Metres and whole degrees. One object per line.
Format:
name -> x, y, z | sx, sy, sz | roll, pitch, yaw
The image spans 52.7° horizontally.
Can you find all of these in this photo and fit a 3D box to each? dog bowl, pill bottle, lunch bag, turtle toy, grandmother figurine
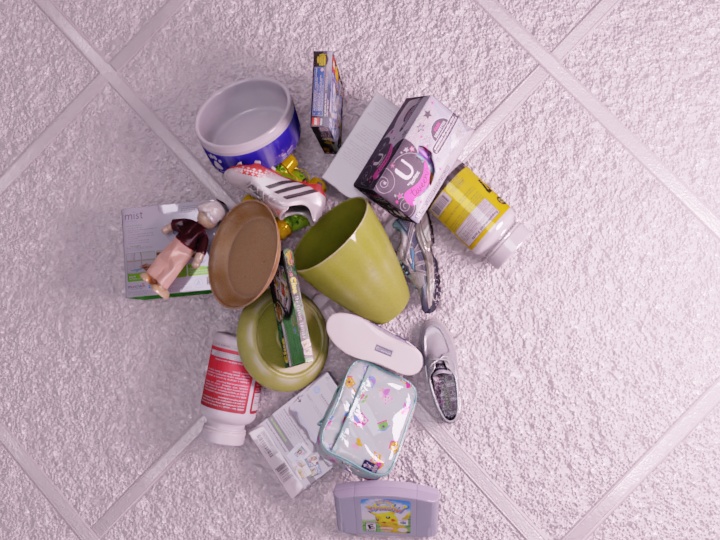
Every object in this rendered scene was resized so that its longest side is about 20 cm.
dog bowl -> -0.217, -0.280, 1.413 | 0.195, 0.079, 0.203 | -9, 50, 10
pill bottle -> 0.221, -0.105, 1.388 | 0.200, 0.114, 0.114 | 44, 90, 6
pill bottle -> -0.248, 0.227, 1.406 | 0.110, 0.112, 0.205 | 11, 86, 6
lunch bag -> 0.008, 0.280, 1.359 | 0.158, 0.077, 0.203 | 28, 65, -6
turtle toy -> -0.167, -0.151, 1.432 | 0.199, 0.101, 0.146 | 40, 76, 5
grandmother figurine -> -0.331, -0.051, 1.371 | 0.121, 0.061, 0.201 | 40, 88, 15

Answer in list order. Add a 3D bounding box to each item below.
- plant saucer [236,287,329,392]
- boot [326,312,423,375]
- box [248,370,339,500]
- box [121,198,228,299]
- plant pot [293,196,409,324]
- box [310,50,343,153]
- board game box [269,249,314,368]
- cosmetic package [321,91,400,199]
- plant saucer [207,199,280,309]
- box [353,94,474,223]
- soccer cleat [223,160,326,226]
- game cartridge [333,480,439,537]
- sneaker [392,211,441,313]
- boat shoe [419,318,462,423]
plant saucer -> -0.140, 0.128, 1.388 | 0.196, 0.031, 0.205 | 8, 74, -29
boot -> 0.026, 0.140, 1.393 | 0.197, 0.090, 0.074 | 28, 93, 2
box -> -0.097, 0.320, 1.421 | 0.199, 0.041, 0.157 | -38, 83, 2
box -> -0.363, -0.040, 1.446 | 0.195, 0.097, 0.181 | -6, 84, 5
plant pot -> 0.000, 0.000, 1.368 | 0.187, 0.187, 0.200 | -42, 115, 1
box -> -0.062, -0.315, 1.388 | 0.039, 0.200, 0.140 | 2, 85, 5
board game box -> -0.131, 0.072, 1.328 | 0.023, 0.104, 0.205 | -8, 82, -30
cosmetic package -> 0.016, -0.234, 1.434 | 0.100, 0.071, 0.202 | 34, 89, -2
plant saucer -> -0.206, -0.027, 1.334 | 0.197, 0.035, 0.205 | -14, 69, 40
box -> 0.095, -0.207, 1.342 | 0.114, 0.132, 0.202 | 32, 89, -20
soccer cleat -> -0.160, -0.140, 1.342 | 0.196, 0.069, 0.087 | 15, 64, -6
game cartridge -> 0.049, 0.446, 1.360 | 0.195, 0.041, 0.136 | 0, 125, 6
sneaker -> 0.108, -0.013, 1.420 | 0.084, 0.078, 0.205 | -10, 76, 14
boat shoe -> 0.158, 0.192, 1.391 | 0.068, 0.072, 0.206 | -12, 84, 4
